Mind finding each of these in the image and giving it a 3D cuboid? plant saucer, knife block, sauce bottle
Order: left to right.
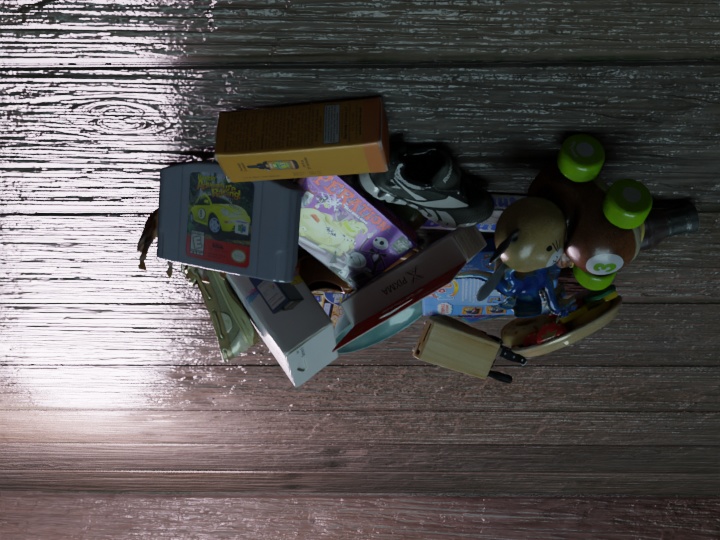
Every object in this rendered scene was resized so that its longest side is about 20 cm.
[{"bbox_3d":[0.032,0.070,1.543,0.197,0.036,0.201,-26,161,-9],"label":"plant saucer"},{"bbox_3d":[0.181,0.132,1.518,0.173,0.065,0.200,24,-174,9],"label":"knife block"},{"bbox_3d":[0.357,-0.054,1.285,0.195,0.067,0.066,-14,156,0],"label":"sauce bottle"}]

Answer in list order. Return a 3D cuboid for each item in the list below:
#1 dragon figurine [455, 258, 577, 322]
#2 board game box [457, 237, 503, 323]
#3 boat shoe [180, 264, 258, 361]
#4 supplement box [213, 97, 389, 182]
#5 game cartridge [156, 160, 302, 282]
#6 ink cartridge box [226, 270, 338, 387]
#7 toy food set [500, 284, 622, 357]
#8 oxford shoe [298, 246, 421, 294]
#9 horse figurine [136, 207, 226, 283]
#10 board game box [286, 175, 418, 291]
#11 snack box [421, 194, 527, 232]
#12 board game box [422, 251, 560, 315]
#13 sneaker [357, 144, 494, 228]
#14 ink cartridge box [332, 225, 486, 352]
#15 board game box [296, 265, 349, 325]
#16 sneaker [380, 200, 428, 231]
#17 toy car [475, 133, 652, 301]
[{"bbox_3d":[0.211,0.030,1.261,0.196,0.102,0.059,-12,-162,-29],"label":"dragon figurine"},{"bbox_3d":[0.191,0.020,1.488,0.150,0.046,0.199,-15,152,30],"label":"board game box"},{"bbox_3d":[-0.219,0.029,1.349,0.062,0.203,0.073,-31,-177,-11],"label":"boat shoe"},{"bbox_3d":[-0.067,-0.149,1.096,0.195,0.070,0.067,-5,155,8],"label":"supplement box"},{"bbox_3d":[-0.168,-0.067,1.179,0.196,0.136,0.041,10,-171,22],"label":"game cartridge"},{"bbox_3d":[-0.120,0.049,1.361,0.087,0.201,0.146,-31,158,-11],"label":"ink cartridge box"},{"bbox_3d":[0.322,0.076,1.493,0.195,0.049,0.200,-27,-179,-4],"label":"toy food set"},{"bbox_3d":[0.000,0.000,1.420,0.196,0.073,0.071,-9,153,17],"label":"oxford shoe"},{"bbox_3d":[-0.224,-0.054,1.268,0.196,0.135,0.050,4,163,25],"label":"horse figurine"},{"bbox_3d":[-0.034,-0.066,1.210,0.199,0.033,0.120,38,120,-23],"label":"board game box"},{"bbox_3d":[0.176,-0.078,1.295,0.195,0.025,0.072,3,156,-6],"label":"snack box"},{"bbox_3d":[0.187,0.021,1.391,0.195,0.037,0.152,-2,153,5],"label":"board game box"},{"bbox_3d":[0.099,-0.107,1.182,0.197,0.068,0.090,16,154,-26],"label":"sneaker"},{"bbox_3d":[0.057,0.017,1.244,0.198,0.045,0.176,-32,-178,28],"label":"ink cartridge box"},{"bbox_3d":[-0.096,0.042,1.541,0.195,0.047,0.152,3,156,-6],"label":"board game box"},{"bbox_3d":[-0.010,-0.075,1.253,0.197,0.069,0.089,-11,158,30],"label":"sneaker"},{"bbox_3d":[0.225,-0.034,1.144,0.198,0.158,0.166,-31,155,-22],"label":"toy car"}]
